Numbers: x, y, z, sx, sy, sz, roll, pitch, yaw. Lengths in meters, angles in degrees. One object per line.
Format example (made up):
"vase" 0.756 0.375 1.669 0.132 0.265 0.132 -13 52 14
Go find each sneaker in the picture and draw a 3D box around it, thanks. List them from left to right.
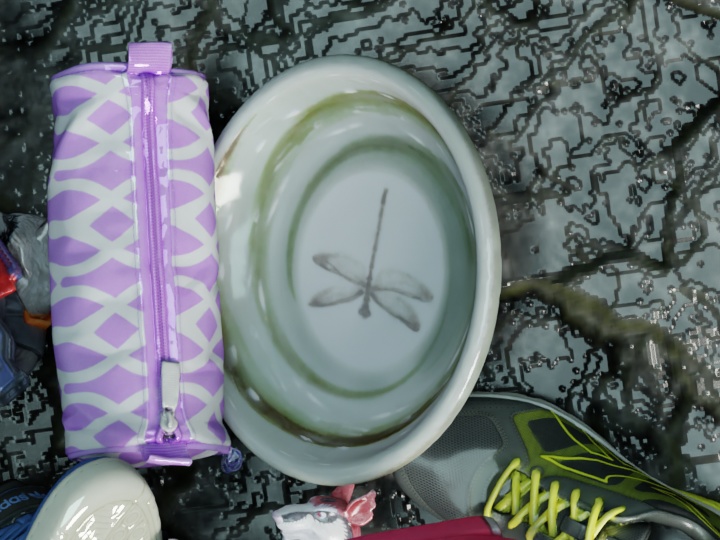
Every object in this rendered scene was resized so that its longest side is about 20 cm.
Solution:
"sneaker" -0.154 0.131 1.208 0.077 0.200 0.111 -22 56 -27
"sneaker" 0.107 0.112 1.208 0.200 0.085 0.075 21 94 5

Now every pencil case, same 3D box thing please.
"pencil case" -0.105 -0.001 1.216 0.084 0.085 0.200 -4 85 -10

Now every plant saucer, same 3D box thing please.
"plant saucer" 0.000 0.000 1.210 0.200 0.050 0.200 -1 88 43

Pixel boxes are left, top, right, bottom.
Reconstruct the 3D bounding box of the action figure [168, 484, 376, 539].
"action figure" -0.040 0.189 1.209 0.149 0.134 0.200 35 102 6

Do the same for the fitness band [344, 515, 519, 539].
"fitness band" 0.018 0.188 1.165 0.200 0.037 0.144 -10 112 -13

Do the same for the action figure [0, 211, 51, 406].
"action figure" -0.231 0.021 1.266 0.193 0.105 0.200 -30 59 3
